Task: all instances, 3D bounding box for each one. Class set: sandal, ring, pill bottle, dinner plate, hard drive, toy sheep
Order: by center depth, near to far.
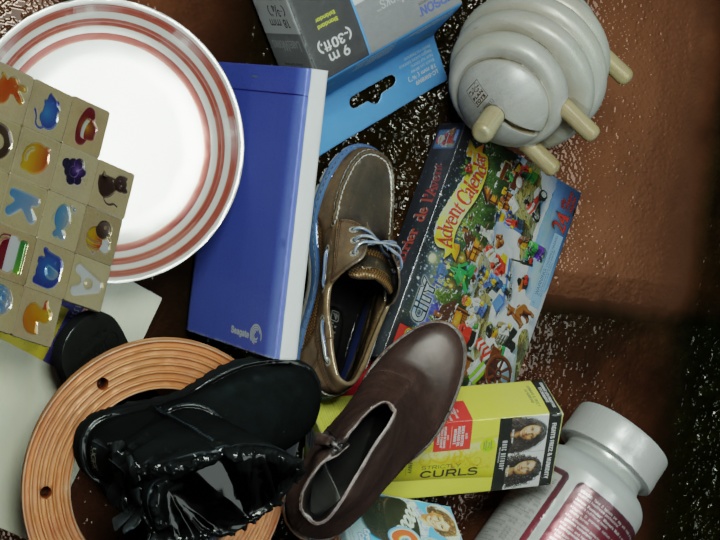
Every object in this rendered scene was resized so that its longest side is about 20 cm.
[{"bbox_3d":[-0.180,-0.090,1.293,0.198,0.024,0.202,2,85,-17],"label":"dinner plate"},{"bbox_3d":[-0.144,0.147,1.295,0.199,0.019,0.203,-3,98,-26],"label":"ring"},{"bbox_3d":[-0.162,0.114,1.322,0.075,0.045,0.201,-48,138,-28],"label":"sandal"},{"bbox_3d":[-0.076,-0.046,1.327,0.025,0.132,0.202,4,95,-34],"label":"hard drive"},{"bbox_3d":[0.133,-0.154,1.440,0.139,0.137,0.200,65,32,-22],"label":"toy sheep"},{"bbox_3d":[0.166,0.217,1.537,0.110,0.109,0.201,46,73,-29],"label":"pill bottle"}]

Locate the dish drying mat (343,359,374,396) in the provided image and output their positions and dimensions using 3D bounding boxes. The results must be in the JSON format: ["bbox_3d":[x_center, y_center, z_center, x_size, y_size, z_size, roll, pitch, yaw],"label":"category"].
[{"bbox_3d":[0.029,0.101,1.485,0.199,0.018,0.077,34,75,-30],"label":"dish drying mat"}]

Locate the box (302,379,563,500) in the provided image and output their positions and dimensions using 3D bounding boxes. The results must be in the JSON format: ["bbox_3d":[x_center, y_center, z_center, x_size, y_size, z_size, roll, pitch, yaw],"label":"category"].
[{"bbox_3d":[0.056,0.135,1.447,0.198,0.050,0.076,-2,120,-16],"label":"box"}]

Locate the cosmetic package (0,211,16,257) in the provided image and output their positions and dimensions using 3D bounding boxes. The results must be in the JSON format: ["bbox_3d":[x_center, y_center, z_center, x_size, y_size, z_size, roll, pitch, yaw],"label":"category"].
[{"bbox_3d":[-0.318,-0.082,1.193,0.106,0.090,0.201,-34,117,-27],"label":"cosmetic package"}]

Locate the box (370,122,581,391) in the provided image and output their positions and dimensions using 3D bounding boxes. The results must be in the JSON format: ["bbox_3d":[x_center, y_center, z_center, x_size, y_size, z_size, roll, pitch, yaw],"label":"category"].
[{"bbox_3d":[0.090,0.001,1.488,0.136,0.038,0.202,27,78,-33],"label":"box"}]

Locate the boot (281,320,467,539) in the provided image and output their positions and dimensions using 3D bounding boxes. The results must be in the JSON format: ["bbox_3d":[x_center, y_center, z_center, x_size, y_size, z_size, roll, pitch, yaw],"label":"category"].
[{"bbox_3d":[0.020,0.109,1.309,0.072,0.166,0.201,37,78,3],"label":"boot"}]

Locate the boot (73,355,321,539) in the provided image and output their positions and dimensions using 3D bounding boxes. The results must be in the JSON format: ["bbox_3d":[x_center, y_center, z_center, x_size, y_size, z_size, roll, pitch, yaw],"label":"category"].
[{"bbox_3d":[-0.086,0.117,1.219,0.197,0.162,0.074,-13,103,-25],"label":"boot"}]

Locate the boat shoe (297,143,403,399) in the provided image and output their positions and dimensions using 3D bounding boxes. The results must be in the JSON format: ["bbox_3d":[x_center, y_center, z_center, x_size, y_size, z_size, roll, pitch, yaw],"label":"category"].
[{"bbox_3d":[0.000,0.000,1.409,0.072,0.072,0.202,14,81,-30],"label":"boat shoe"}]

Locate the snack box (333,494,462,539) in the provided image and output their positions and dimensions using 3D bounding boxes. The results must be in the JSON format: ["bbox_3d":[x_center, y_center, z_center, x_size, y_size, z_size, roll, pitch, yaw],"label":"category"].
[{"bbox_3d":[0.041,0.253,1.367,0.115,0.201,0.037,14,126,-31],"label":"snack box"}]

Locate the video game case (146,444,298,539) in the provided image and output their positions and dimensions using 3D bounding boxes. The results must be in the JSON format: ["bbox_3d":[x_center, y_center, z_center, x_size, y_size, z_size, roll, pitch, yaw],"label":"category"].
[{"bbox_3d":[-0.106,0.183,1.377,0.143,0.019,0.202,20,85,-58],"label":"video game case"}]

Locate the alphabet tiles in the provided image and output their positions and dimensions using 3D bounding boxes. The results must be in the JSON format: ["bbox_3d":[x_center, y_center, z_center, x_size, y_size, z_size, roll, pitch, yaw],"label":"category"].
[{"bbox_3d":[-0.235,-0.047,1.206,0.199,0.006,0.168,23,74,-43],"label":"alphabet tiles"}]

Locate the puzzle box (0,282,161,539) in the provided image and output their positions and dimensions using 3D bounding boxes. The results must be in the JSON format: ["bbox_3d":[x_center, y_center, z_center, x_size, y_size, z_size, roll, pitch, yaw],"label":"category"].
[{"bbox_3d":[-0.238,0.078,1.305,0.133,0.025,0.201,31,80,-32],"label":"puzzle box"}]

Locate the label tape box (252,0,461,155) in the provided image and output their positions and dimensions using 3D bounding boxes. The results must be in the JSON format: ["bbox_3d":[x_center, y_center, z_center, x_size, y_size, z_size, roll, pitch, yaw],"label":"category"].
[{"bbox_3d":[-0.001,-0.204,1.393,0.144,0.063,0.201,-32,113,-25],"label":"label tape box"}]
